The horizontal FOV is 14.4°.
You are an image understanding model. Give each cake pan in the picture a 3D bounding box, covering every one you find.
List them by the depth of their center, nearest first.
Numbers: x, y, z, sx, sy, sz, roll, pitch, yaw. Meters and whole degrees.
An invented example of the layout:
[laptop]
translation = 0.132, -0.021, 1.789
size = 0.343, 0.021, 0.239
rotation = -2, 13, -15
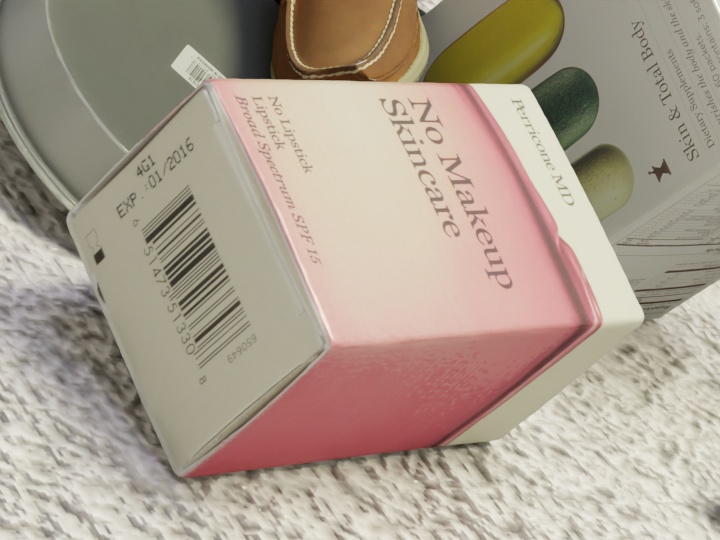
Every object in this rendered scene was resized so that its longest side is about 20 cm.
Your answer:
[cake pan]
translation = -0.080, -0.079, 1.308
size = 0.200, 0.037, 0.201
rotation = 28, 39, -25

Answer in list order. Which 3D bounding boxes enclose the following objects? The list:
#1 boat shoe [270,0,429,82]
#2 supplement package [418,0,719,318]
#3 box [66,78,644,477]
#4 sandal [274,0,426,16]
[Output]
[boat shoe]
translation = -0.007, -0.144, 1.334
size = 0.075, 0.074, 0.200
rotation = -7, 33, 9
[supplement package]
translation = 0.138, -0.083, 1.361
size = 0.150, 0.200, 0.152
rotation = -3, 65, -46
[box]
translation = 0.000, 0.000, 1.193
size = 0.199, 0.109, 0.128
rotation = -4, 61, -47
[sandal]
translation = 0.005, -0.108, 1.473
size = 0.200, 0.075, 0.048
rotation = 25, 44, -7
